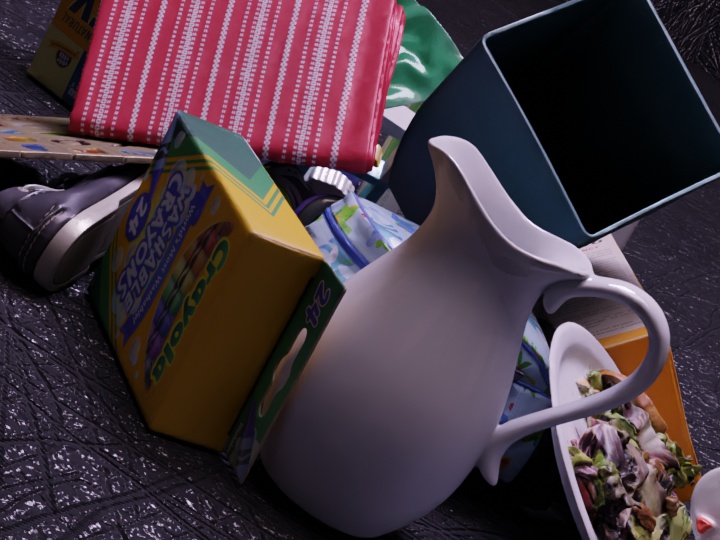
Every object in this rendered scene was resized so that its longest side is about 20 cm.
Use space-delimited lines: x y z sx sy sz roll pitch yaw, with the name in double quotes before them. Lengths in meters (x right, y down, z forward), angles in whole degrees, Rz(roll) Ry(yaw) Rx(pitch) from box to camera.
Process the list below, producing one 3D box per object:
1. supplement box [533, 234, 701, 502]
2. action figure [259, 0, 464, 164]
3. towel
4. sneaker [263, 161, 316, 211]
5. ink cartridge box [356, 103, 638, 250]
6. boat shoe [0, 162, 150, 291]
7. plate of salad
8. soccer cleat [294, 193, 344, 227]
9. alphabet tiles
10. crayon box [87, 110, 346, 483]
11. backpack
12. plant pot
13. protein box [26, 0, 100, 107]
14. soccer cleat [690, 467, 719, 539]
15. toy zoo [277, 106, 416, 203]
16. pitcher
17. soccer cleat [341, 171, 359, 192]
"supplement box" 0.169 0.067 1.412 0.073 0.127 0.200 -16 21 1
"action figure" -0.037 -0.119 1.372 0.118 0.199 0.055 52 -19 27
"towel" -0.076 -0.133 1.334 0.198 0.023 0.146 8 59 4
"sneaker" -0.072 -0.032 1.370 0.083 0.070 0.199 69 19 8
"ink cartridge box" 0.102 -0.042 1.618 0.199 0.146 0.084 28 15 -4
"boat shoe" -0.169 -0.044 1.274 0.062 0.073 0.200 34 20 5
"plate of salad" 0.163 0.123 1.219 0.200 0.048 0.201 52 27 -40
"soccer cleat" 0.000 0.000 1.379 0.073 0.068 0.200 49 4 40
"alphabet tiles" -0.210 -0.084 1.300 0.199 0.006 0.166 1 12 -30
"crayon box" -0.086 0.009 1.149 0.051 0.126 0.200 20 18 -29
"backpack" 0.033 0.042 1.274 0.198 0.155 0.163 14 24 -14
"plant pot" 0.115 -0.072 1.376 0.141 0.200 0.142 -24 83 -33
"protein box" -0.115 -0.198 1.616 0.135 0.201 0.198 37 17 27
"soccer cleat" 0.276 0.208 1.282 0.200 0.069 0.077 52 11 21
"toy zoo" -0.035 -0.093 1.494 0.130 0.200 0.021 26 55 -11
"pitcher" 0.052 0.057 1.108 0.171 0.201 0.121 37 15 8
"soccer cleat" -0.063 -0.113 1.600 0.064 0.084 0.200 -7 -22 29
